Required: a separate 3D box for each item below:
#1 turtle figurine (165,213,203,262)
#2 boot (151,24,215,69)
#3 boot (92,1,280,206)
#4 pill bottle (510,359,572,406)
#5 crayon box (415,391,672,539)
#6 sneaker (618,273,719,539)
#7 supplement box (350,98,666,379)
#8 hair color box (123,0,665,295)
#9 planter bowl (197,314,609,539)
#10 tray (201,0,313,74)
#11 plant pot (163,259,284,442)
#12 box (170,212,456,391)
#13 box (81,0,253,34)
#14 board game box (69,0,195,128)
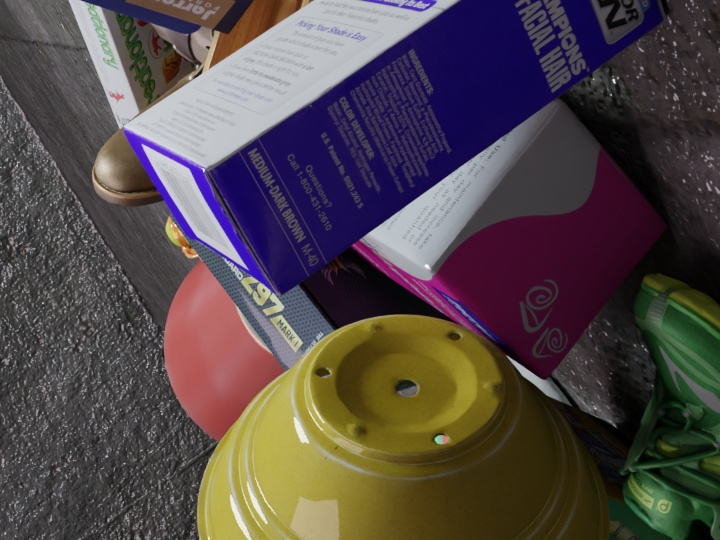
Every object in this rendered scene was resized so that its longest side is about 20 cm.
[{"bbox_3d":[-0.073,-0.047,0.992,0.200,0.160,0.065,-137,26,-68],"label":"turtle figurine"},{"bbox_3d":[-0.077,-0.143,0.925,0.146,0.070,0.200,35,178,-8],"label":"boot"},{"bbox_3d":[-0.078,-0.114,0.798,0.074,0.200,0.076,39,158,33],"label":"boot"},{"bbox_3d":[0.057,0.155,0.967,0.115,0.199,0.115,50,165,18],"label":"pill bottle"},{"bbox_3d":[0.121,0.126,0.794,0.199,0.058,0.119,25,-165,-49],"label":"crayon box"},{"bbox_3d":[0.169,0.089,0.679,0.074,0.083,0.201,37,157,52],"label":"sneaker"},{"bbox_3d":[0.044,-0.043,0.717,0.101,0.104,0.200,42,175,-33],"label":"supplement box"},{"bbox_3d":[0.012,-0.080,0.569,0.065,0.199,0.109,59,166,-26],"label":"hair color box"},{"bbox_3d":[0.021,0.080,0.645,0.200,0.199,0.084,44,145,40],"label":"planter bowl"},{"bbox_3d":[-0.040,-0.121,0.721,0.037,0.201,0.099,14,-170,-31],"label":"tray"},{"bbox_3d":[-0.051,0.035,1.115,0.201,0.200,0.177,53,157,7],"label":"plant pot"},{"bbox_3d":[0.000,0.000,0.863,0.158,0.199,0.051,52,121,20],"label":"box"},{"bbox_3d":[-0.085,-0.180,0.666,0.200,0.120,0.033,-42,46,44],"label":"box"},{"bbox_3d":[-0.150,-0.194,1.014,0.034,0.127,0.200,23,156,17],"label":"board game box"}]
